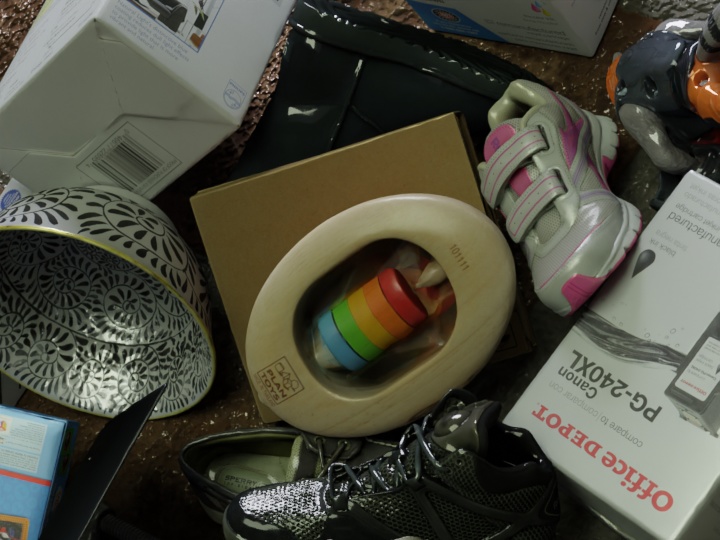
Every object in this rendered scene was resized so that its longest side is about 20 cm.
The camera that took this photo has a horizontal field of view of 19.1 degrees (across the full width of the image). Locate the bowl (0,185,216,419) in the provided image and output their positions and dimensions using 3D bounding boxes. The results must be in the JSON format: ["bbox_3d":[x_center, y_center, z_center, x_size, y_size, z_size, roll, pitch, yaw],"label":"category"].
[{"bbox_3d":[-0.179,0.005,1.473,0.199,0.201,0.095,-3,47,29],"label":"bowl"}]

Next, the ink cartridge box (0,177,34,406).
[{"bbox_3d":[-0.270,0.042,1.552,0.044,0.094,0.201,27,80,37],"label":"ink cartridge box"}]

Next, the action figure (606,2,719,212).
[{"bbox_3d":[0.225,-0.146,1.342,0.193,0.104,0.201,-17,44,58],"label":"action figure"}]

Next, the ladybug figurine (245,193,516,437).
[{"bbox_3d":[0.014,0.027,1.354,0.199,0.072,0.136,-32,91,22],"label":"ladybug figurine"}]

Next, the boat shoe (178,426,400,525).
[{"bbox_3d":[-0.030,0.136,1.380,0.199,0.066,0.072,0,65,30],"label":"boat shoe"}]

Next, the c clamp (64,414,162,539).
[{"bbox_3d":[-0.148,0.207,1.436,0.199,0.027,0.172,27,82,36],"label":"c clamp"}]

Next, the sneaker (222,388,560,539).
[{"bbox_3d":[0.019,0.121,1.241,0.197,0.115,0.076,2,31,0],"label":"sneaker"}]

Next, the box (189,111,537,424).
[{"bbox_3d":[0.000,0.000,1.405,0.199,0.021,0.165,-16,95,22],"label":"box"}]

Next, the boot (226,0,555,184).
[{"bbox_3d":[0.019,-0.080,1.455,0.077,0.199,0.169,-98,26,-69],"label":"boot"}]

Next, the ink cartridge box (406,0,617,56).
[{"bbox_3d":[0.074,-0.235,1.431,0.144,0.200,0.085,14,72,35],"label":"ink cartridge box"}]

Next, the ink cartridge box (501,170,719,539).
[{"bbox_3d":[0.202,0.065,1.270,0.145,0.083,0.201,33,84,38],"label":"ink cartridge box"}]

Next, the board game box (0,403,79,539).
[{"bbox_3d":[-0.287,0.185,1.460,0.150,0.037,0.202,12,86,11],"label":"board game box"}]

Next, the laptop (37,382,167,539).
[{"bbox_3d":[-0.151,0.198,1.347,0.115,0.187,0.201,-24,86,-22],"label":"laptop"}]

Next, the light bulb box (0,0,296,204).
[{"bbox_3d":[-0.149,-0.164,1.496,0.198,0.124,0.201,-33,28,47],"label":"light bulb box"}]

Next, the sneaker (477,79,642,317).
[{"bbox_3d":[0.114,-0.048,1.337,0.081,0.088,0.201,-49,23,25],"label":"sneaker"}]

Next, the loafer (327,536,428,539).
[{"bbox_3d":[-0.033,0.193,1.195,0.198,0.076,0.068,-4,36,-8],"label":"loafer"}]
